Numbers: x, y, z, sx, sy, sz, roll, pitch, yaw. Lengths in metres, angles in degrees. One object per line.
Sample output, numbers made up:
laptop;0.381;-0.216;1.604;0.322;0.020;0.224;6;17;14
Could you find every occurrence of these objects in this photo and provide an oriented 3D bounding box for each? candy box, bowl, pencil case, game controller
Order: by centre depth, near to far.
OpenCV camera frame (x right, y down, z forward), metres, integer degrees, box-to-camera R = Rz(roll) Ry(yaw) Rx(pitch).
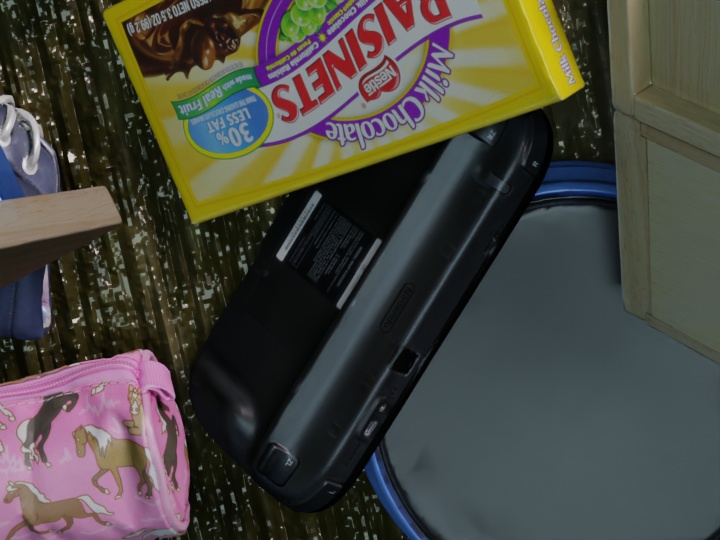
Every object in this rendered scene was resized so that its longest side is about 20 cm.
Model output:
candy box;-0.012;-0.091;0.743;0.199;0.026;0.103;-17;102;38
game controller;0.000;0.000;0.780;0.042;0.104;0.201;25;100;-43
pencil case;-0.170;0.091;0.801;0.198;0.087;0.084;-10;69;3
bowl;0.093;0.054;0.809;0.198;0.039;0.203;0;100;2

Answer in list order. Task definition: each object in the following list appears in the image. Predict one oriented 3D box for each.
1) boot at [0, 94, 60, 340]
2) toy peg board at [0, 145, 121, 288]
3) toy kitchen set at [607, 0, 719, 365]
boot;-0.171;-0.068;0.785;0.089;0.073;0.202;4;109;-4
toy peg board;-0.222;-0.010;0.674;0.198;0.200;0.099;-27;90;14
toy kitchen set;0.168;-0.103;0.752;0.199;0.163;0.182;-31;132;-28
